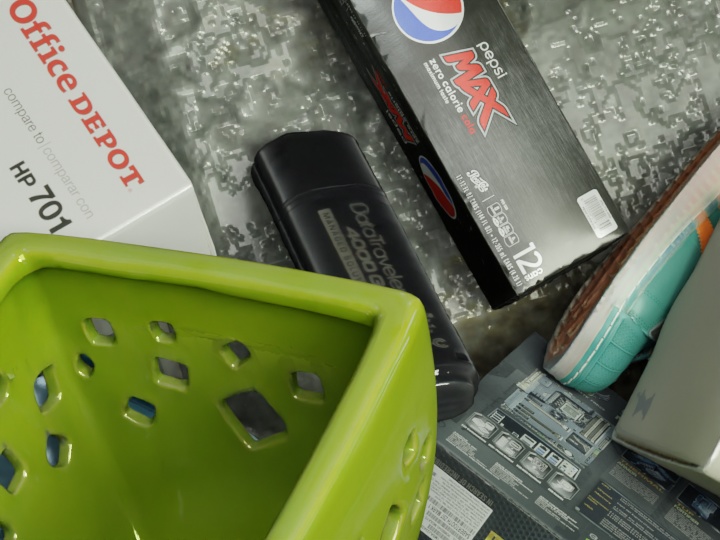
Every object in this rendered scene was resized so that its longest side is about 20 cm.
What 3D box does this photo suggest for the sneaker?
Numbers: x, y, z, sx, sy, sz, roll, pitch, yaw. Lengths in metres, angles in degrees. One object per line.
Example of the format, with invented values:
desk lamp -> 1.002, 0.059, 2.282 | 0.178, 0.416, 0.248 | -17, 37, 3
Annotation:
sneaker -> 0.167, -0.004, 1.318 | 0.080, 0.071, 0.200 | 44, 65, -2

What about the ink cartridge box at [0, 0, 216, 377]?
ink cartridge box -> -0.186, -0.020, 1.257 | 0.200, 0.086, 0.147 | -32, 64, -9

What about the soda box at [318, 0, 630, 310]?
soda box -> 0.044, -0.085, 1.325 | 0.063, 0.071, 0.200 | -29, 88, -9

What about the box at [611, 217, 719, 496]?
box -> 0.235, 0.067, 1.249 | 0.200, 0.109, 0.128 | 27, 88, -17

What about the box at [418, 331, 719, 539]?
box -> 0.118, 0.123, 1.255 | 0.200, 0.158, 0.051 | 38, 116, 8

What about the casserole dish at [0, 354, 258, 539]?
casserole dish -> -0.128, 0.102, 1.297 | 0.200, 0.039, 0.121 | 27, 80, -5

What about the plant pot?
plant pot -> -0.080, 0.123, 1.138 | 0.200, 0.182, 0.199 | 10, 49, 25

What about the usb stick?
usb stick -> 0.000, 0.000, 1.265 | 0.055, 0.200, 0.033 | -8, 127, -15
